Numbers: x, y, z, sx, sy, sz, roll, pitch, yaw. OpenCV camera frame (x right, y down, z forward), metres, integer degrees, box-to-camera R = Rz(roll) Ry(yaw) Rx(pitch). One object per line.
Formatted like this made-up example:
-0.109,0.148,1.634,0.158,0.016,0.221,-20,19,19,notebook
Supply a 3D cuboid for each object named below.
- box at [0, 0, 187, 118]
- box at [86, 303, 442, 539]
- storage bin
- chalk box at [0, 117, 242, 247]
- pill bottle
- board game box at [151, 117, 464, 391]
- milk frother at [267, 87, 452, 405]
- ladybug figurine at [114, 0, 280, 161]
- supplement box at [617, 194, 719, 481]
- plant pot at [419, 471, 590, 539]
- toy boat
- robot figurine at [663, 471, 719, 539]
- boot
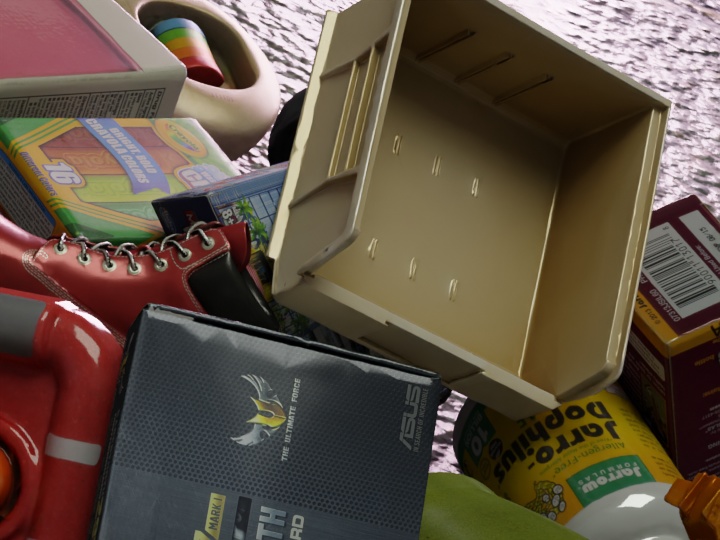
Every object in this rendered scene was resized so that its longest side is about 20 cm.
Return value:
-0.233,-0.100,1.697,0.200,0.128,0.109,-8,41,-45,box
-0.053,0.131,1.284,0.157,0.051,0.201,14,69,-12,box
0.063,-0.043,1.537,0.200,0.094,0.199,27,62,-28,storage bin
-0.136,-0.012,1.627,0.199,0.124,0.125,-5,40,-41,chalk box
0.141,0.146,1.581,0.112,0.113,0.200,5,34,-30,pill bottle
0.000,0.000,1.591,0.200,0.201,0.062,-35,19,-35,board game box
0.035,-0.032,1.718,0.180,0.189,0.200,-15,29,0,milk frother
-0.130,-0.136,1.889,0.135,0.072,0.200,11,32,-23,ladybug figurine
0.206,0.070,1.655,0.085,0.200,0.110,-22,44,-13,supplement box
0.067,0.206,1.376,0.200,0.201,0.193,4,22,-32,plant pot
-0.197,0.105,1.305,0.130,0.201,0.131,9,-5,18,toy boat
0.219,0.214,1.478,0.058,0.145,0.200,10,-37,55,robot figurine
-0.144,-0.010,1.472,0.200,0.144,0.072,46,11,-11,boot
